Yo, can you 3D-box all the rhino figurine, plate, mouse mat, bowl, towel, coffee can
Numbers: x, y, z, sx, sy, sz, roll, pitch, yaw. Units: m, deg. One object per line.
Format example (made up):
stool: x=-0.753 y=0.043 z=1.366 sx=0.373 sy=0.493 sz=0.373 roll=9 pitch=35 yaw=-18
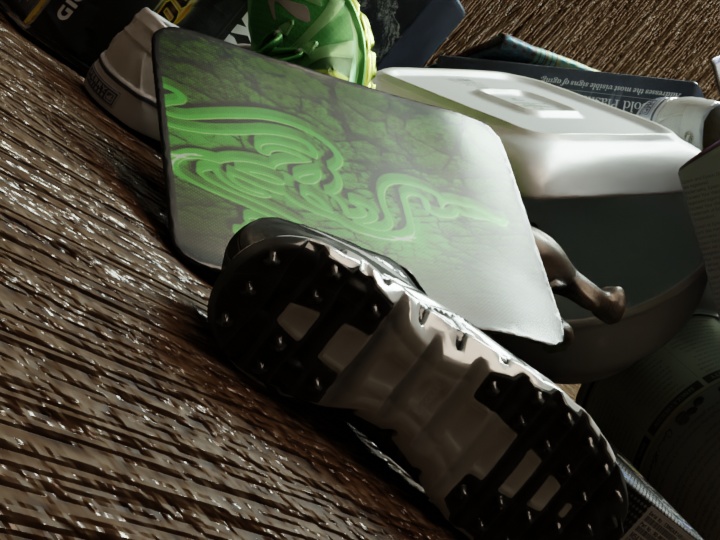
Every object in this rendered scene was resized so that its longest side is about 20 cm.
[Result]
rhino figurine: x=0.054 y=-0.020 z=0.804 sx=0.087 sy=0.060 sz=0.200 roll=25 pitch=9 yaw=-36
plate: x=0.099 y=-0.091 z=0.898 sx=0.199 sy=0.032 sz=0.200 roll=-6 pitch=25 yaw=-43
mouse mat: x=-0.001 y=-0.041 z=0.683 sx=0.199 sy=0.008 sz=0.161 roll=12 pitch=42 yaw=-25
bowl: x=0.135 y=0.008 z=0.931 sx=0.201 sy=0.200 sz=0.091 roll=-131 pitch=-157 yaw=-54
towel: x=0.165 y=-0.140 z=1.174 sx=0.199 sy=0.022 sz=0.147 roll=18 pitch=-12 yaw=-22
coffee can: x=0.240 y=0.129 z=0.912 sx=0.146 sy=0.146 sz=0.200 roll=38 pitch=7 yaw=-30

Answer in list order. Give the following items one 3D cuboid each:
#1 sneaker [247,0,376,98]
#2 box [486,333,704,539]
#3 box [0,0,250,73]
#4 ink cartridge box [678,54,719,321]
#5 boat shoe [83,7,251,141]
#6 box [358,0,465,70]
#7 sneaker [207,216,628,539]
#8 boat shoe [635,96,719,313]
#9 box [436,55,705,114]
sneaker: x=-0.040 y=-0.089 z=0.756 sx=0.083 sy=0.074 sz=0.201 roll=23 pitch=48 yaw=-37
box: x=0.069 y=0.067 z=0.755 sx=0.200 sy=0.048 sz=0.193 roll=39 pitch=8 yaw=-24
box: x=-0.091 y=-0.189 z=0.846 sx=0.049 sy=0.200 sz=0.160 roll=43 pitch=5 yaw=36
ink cartridge box: x=0.247 y=-0.040 z=0.885 sx=0.196 sy=0.043 sz=0.201 roll=-27 pitch=102 yaw=-58
boat shoe: x=-0.068 y=-0.098 z=0.844 sx=0.074 sy=0.065 sz=0.200 roll=46 pitch=17 yaw=28
box: x=-0.057 y=-0.204 z=1.170 sx=0.197 sy=0.200 sz=0.117 roll=42 pitch=6 yaw=11
sneaker: x=0.023 y=0.040 z=0.557 sx=0.200 sy=0.067 sz=0.091 roll=37 pitch=10 yaw=-22
boat shoe: x=0.247 y=-0.025 z=0.986 sx=0.070 sy=0.071 sz=0.201 roll=3 pitch=-63 yaw=53
box: x=0.146 y=-0.051 z=1.087 sx=0.199 sy=0.183 sz=0.104 roll=9 pitch=-7 yaw=22
